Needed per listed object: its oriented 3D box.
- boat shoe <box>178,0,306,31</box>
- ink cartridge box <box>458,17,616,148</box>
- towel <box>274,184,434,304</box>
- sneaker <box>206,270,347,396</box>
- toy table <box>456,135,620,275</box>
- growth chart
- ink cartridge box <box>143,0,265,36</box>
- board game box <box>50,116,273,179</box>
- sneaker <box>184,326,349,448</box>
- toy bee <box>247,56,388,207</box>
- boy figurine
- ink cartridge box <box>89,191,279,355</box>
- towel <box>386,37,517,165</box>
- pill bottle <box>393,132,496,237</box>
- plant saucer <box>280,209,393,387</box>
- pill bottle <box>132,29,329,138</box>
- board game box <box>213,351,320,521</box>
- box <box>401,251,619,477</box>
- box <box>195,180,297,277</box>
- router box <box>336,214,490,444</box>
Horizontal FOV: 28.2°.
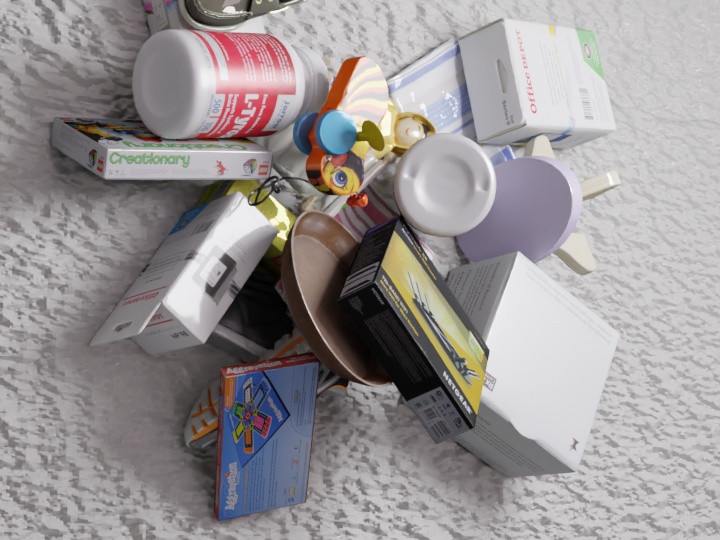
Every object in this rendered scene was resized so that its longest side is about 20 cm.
[{"bbox_3d":[-0.111,-0.315,1.583,0.201,0.060,0.072,-26,95,-40],"label":"boat shoe"},{"bbox_3d":[0.232,-0.242,1.878,0.200,0.087,0.146,-3,78,-47],"label":"ink cartridge box"},{"bbox_3d":[0.000,0.000,1.611,0.146,0.030,0.200,46,53,-20],"label":"towel"},{"bbox_3d":[-0.084,0.066,1.598,0.200,0.071,0.100,30,68,-24],"label":"sneaker"},{"bbox_3d":[0.224,-0.075,1.781,0.117,0.200,0.185,-13,91,-43],"label":"toy table"},{"bbox_3d":[-0.053,-0.154,1.616,0.145,0.018,0.200,-38,66,-7],"label":"growth chart"},{"bbox_3d":[-0.175,-0.288,1.609,0.116,0.067,0.201,-11,87,-39],"label":"ink cartridge box"},{"bbox_3d":[-0.209,-0.128,1.513,0.199,0.126,0.035,-3,112,-38],"label":"board game box"},{"bbox_3d":[-0.098,0.137,1.525,0.200,0.078,0.077,-32,118,4],"label":"sneaker"},{"bbox_3d":[-0.026,-0.124,1.538,0.200,0.131,0.109,-47,117,3],"label":"toy bee"},{"bbox_3d":[0.003,-0.178,1.725,0.199,0.064,0.125,23,64,-28],"label":"boy figurine"},{"bbox_3d":[-0.185,0.019,1.505,0.067,0.116,0.200,45,58,-22],"label":"ink cartridge box"},{"bbox_3d":[0.119,-0.184,1.839,0.147,0.024,0.201,-35,102,-36],"label":"towel"},{"bbox_3d":[0.094,-0.096,1.650,0.113,0.200,0.114,0,92,1],"label":"pill bottle"},{"bbox_3d":[-0.025,0.034,1.501,0.200,0.034,0.201,44,31,-36],"label":"plant saucer"},{"bbox_3d":[-0.133,-0.198,1.530,0.200,0.112,0.113,-7,84,-45],"label":"pill bottle"},{"bbox_3d":[-0.100,0.175,1.500,0.103,0.019,0.201,-9,128,-21],"label":"board game box"},{"bbox_3d":[0.186,0.119,1.755,0.199,0.131,0.201,37,60,-26],"label":"box"},{"bbox_3d":[-0.090,-0.025,1.613,0.200,0.075,0.050,43,58,-23],"label":"box"},{"bbox_3d":[0.062,0.061,1.546,0.200,0.052,0.157,56,25,-19],"label":"router box"}]
